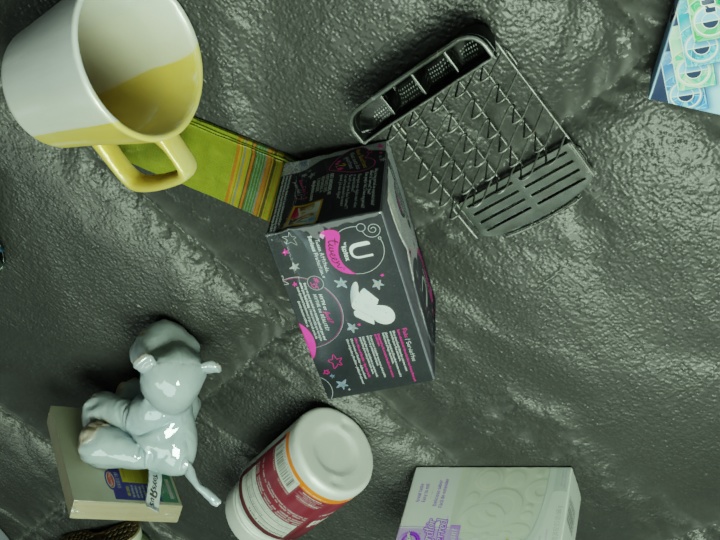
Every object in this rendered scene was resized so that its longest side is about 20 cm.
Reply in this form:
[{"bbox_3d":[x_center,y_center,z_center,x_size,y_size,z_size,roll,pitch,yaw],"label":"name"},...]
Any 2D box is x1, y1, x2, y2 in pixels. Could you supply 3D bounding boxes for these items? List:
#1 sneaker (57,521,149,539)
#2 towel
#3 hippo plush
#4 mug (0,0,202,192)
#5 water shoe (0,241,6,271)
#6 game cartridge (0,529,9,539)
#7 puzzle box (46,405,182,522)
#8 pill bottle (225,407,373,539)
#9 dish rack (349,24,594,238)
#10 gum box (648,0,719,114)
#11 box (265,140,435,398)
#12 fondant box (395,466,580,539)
[{"bbox_3d":[-0.392,0.448,1.526,0.198,0.067,0.091,-19,114,29],"label":"sneaker"},{"bbox_3d":[-0.155,-0.109,1.011,0.197,0.018,0.087,22,131,3],"label":"towel"},{"bbox_3d":[-0.248,0.151,1.156,0.156,0.201,0.163,-1,124,-19],"label":"hippo plush"},{"bbox_3d":[-0.246,-0.162,0.913,0.151,0.149,0.190,-8,94,36],"label":"mug"},{"bbox_3d":[-0.450,-0.036,1.166,0.078,0.072,0.200,16,137,-32],"label":"water shoe"},{"bbox_3d":[-0.615,0.471,1.587,0.040,0.134,0.202,-11,122,28],"label":"game cartridge"},{"bbox_3d":[-0.303,0.233,1.210,0.131,0.200,0.026,12,110,-29],"label":"puzzle box"},{"bbox_3d":[-0.081,0.263,1.224,0.114,0.115,0.200,36,132,-11],"label":"pill bottle"},{"bbox_3d":[0.106,-0.110,0.886,0.152,0.055,0.200,-27,115,37],"label":"dish rack"},{"bbox_3d":[0.335,-0.188,0.739,0.197,0.045,0.172,15,132,10],"label":"gum box"},{"bbox_3d":[0.000,0.000,0.958,0.113,0.133,0.202,-10,124,12],"label":"box"},{"bbox_3d":[0.145,0.301,1.147,0.197,0.145,0.059,-6,127,25],"label":"fondant box"}]
